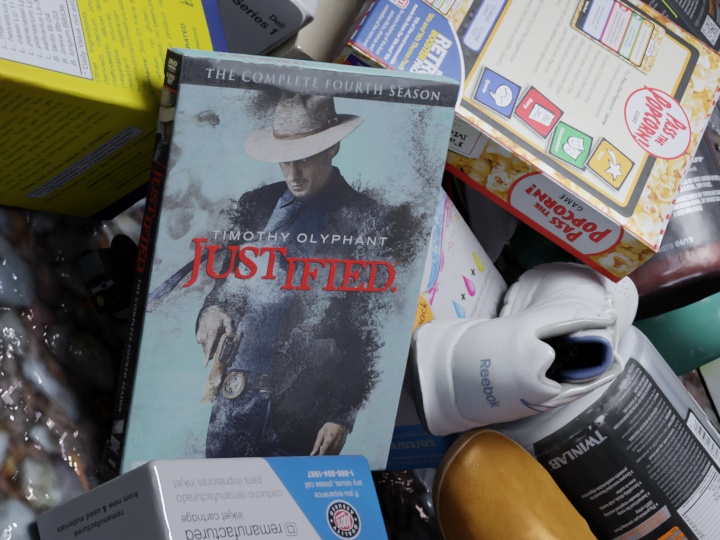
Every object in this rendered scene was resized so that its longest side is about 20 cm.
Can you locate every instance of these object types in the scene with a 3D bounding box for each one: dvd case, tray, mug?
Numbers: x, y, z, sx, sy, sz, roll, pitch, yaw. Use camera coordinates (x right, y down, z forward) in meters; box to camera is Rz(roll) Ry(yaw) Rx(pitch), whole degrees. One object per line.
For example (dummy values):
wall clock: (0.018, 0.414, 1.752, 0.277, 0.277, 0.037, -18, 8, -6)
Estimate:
dvd case: (-0.036, 0.001, 0.786, 0.146, 0.022, 0.200, 3, 105, -30)
tray: (0.092, -0.074, 1.069, 0.200, 0.022, 0.108, -54, 139, -68)
mug: (0.200, -0.001, 1.152, 0.185, 0.114, 0.152, -26, 89, -56)

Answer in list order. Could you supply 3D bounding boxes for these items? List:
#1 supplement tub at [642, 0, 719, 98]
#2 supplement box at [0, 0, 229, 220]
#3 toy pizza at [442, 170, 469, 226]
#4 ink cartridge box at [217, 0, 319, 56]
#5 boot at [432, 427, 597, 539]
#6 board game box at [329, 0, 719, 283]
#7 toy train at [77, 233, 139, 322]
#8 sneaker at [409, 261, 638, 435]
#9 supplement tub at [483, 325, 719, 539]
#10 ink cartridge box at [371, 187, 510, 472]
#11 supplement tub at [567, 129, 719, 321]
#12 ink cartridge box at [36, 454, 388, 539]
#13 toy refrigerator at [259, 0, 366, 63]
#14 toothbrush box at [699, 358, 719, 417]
supplement tub: (0.186, -0.202, 1.265, 0.200, 0.122, 0.123, 44, 38, -25)
supplement box: (-0.166, -0.102, 0.759, 0.200, 0.109, 0.109, 9, 60, -50)
toy pizza: (0.052, -0.108, 1.030, 0.200, 0.032, 0.201, -4, 90, -76)
ink cartridge box: (-0.087, -0.230, 0.966, 0.145, 0.084, 0.200, 39, 41, -28)
boot: (0.128, 0.171, 0.890, 0.071, 0.144, 0.201, -47, 133, -15)
board game box: (0.096, -0.110, 0.932, 0.200, 0.046, 0.152, 34, 57, -7)
toy train: (-0.067, 0.001, 0.881, 0.200, 0.034, 0.046, -7, 76, -53)
sneaker: (0.108, 0.042, 0.896, 0.200, 0.087, 0.075, -27, 108, -54)
supplement tub: (0.172, 0.139, 1.016, 0.200, 0.122, 0.123, 52, 36, -16)
ink cartridge box: (0.000, 0.000, 0.887, 0.200, 0.068, 0.115, 53, 45, -33)
supplement tub: (0.162, -0.075, 1.041, 0.107, 0.107, 0.200, 0, 69, -52)
ink cartridge box: (-0.045, 0.188, 0.738, 0.144, 0.084, 0.200, 6, 63, -50)
toy refrigerator: (-0.020, -0.160, 1.023, 0.076, 0.070, 0.200, 36, 40, -27)
toothbrush box: (0.333, 0.050, 1.262, 0.086, 0.146, 0.200, -10, 76, -54)
